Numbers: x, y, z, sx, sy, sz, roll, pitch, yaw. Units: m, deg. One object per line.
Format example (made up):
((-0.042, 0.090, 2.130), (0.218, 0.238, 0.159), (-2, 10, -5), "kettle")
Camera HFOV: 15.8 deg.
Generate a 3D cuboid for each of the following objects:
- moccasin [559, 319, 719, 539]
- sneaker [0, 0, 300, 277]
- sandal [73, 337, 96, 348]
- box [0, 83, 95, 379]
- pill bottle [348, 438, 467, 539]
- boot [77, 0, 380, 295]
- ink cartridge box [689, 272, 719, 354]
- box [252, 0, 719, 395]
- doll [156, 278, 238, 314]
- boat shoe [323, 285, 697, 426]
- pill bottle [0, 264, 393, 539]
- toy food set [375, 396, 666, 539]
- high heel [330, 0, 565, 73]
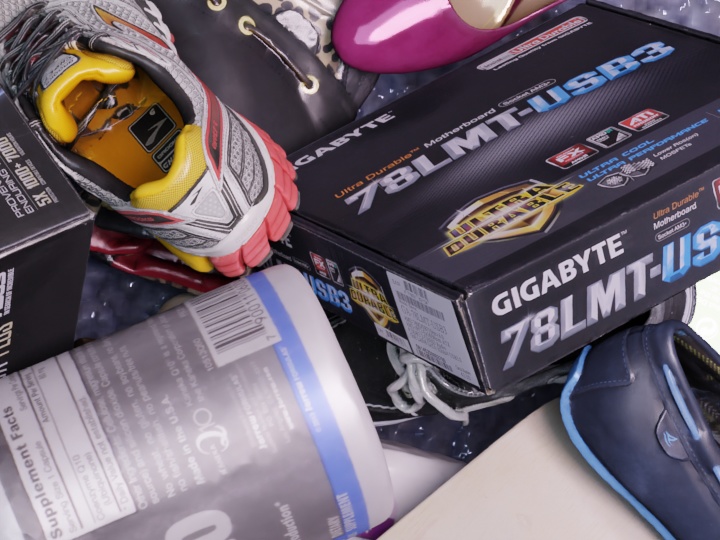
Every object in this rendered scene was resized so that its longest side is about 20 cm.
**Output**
((0.167, 0.097, 1.027), (0.200, 0.068, 0.081), (37, 45, -18), "moccasin")
((-0.108, -0.080, 1.056), (0.200, 0.082, 0.078), (38, 93, 32), "sneaker")
((-0.109, 0.129, 1.156), (0.054, 0.082, 0.201), (-6, 91, -21), "sandal")
((-0.203, -0.032, 1.073), (0.086, 0.164, 0.200), (-24, 64, -27), "box")
((-0.024, 0.170, 1.137), (0.112, 0.112, 0.201), (14, 89, -1), "pill bottle")
((-0.097, -0.082, 1.145), (0.200, 0.073, 0.151), (23, 72, -7), "boot")
((0.152, 0.024, 1.146), (0.059, 0.104, 0.200), (25, 89, 0), "ink cartridge box")
((0.075, -0.037, 1.053), (0.200, 0.198, 0.050), (-27, 117, -20), "box")
((0.000, 0.000, 1.172), (0.200, 0.048, 0.137), (-21, 82, 2), "doll")
((0.040, 0.030, 1.089), (0.199, 0.068, 0.074), (-7, 96, 23), "boat shoe")
((-0.097, 0.085, 1.023), (0.200, 0.114, 0.114), (-23, 90, -7), "pill bottle")
((0.054, 0.166, 1.059), (0.200, 0.060, 0.144), (-39, 79, -2), "toy food set")
((0.081, -0.145, 1.127), (0.200, 0.096, 0.068), (-33, 100, -17), "high heel")
